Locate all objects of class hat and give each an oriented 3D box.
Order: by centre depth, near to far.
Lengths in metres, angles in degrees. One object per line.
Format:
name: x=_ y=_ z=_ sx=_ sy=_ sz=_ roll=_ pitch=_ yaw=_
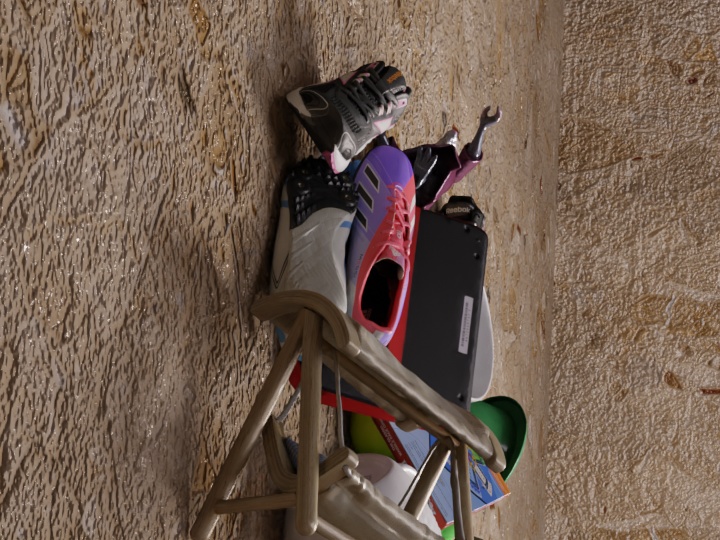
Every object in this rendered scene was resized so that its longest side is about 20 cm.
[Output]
hat: x=0.092 y=0.180 z=1.851 sx=0.175 sy=0.200 sz=0.167 roll=36 pitch=30 yaw=-27

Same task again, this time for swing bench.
swing bench: x=0.003 y=0.143 z=1.139 sx=0.198 sy=0.129 sz=0.202 roll=38 pitch=54 yaw=-37

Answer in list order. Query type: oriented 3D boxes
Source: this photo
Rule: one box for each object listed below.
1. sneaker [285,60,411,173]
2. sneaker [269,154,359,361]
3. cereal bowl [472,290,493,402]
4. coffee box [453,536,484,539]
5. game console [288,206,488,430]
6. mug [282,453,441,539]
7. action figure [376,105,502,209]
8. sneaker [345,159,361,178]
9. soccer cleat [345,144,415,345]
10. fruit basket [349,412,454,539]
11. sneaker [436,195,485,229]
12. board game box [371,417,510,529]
sneaker: x=-0.003 y=-0.147 z=1.315 sx=0.081 sy=0.086 sz=0.200 roll=53 pitch=13 yaw=-7
sneaker: x=-0.044 y=-0.015 z=1.273 sx=0.073 sy=0.071 sz=0.202 roll=126 pitch=-23 yaw=-45
cereal bowl: x=0.073 y=0.051 z=1.661 sx=0.200 sy=0.082 sz=0.202 roll=45 pitch=38 yaw=-51
coffee box: x=0.112 y=0.373 z=1.658 sx=0.200 sy=0.112 sz=0.081 roll=126 pitch=-19 yaw=-50
game console: x=0.025 y=0.032 z=1.347 sx=0.031 sy=0.175 sz=0.203 roll=-32 pitch=-135 yaw=59
mug: x=0.015 y=0.247 z=1.328 sx=0.200 sy=0.146 sz=0.178 roll=-39 pitch=119 yaw=-59
action figure: x=0.076 y=-0.098 z=1.598 sx=0.200 sy=0.132 sz=0.151 roll=-33 pitch=124 yaw=-71
sneaker: x=0.000 y=0.000 z=1.417 sx=0.083 sy=0.070 sz=0.202 roll=47 pitch=42 yaw=-63
soccer cleat: x=0.021 y=-0.021 z=1.302 sx=0.073 sy=0.068 sz=0.202 roll=-33 pitch=-140 yaw=59
fruit basket: x=0.051 y=0.192 z=1.537 sx=0.216 sy=0.154 sz=0.218 roll=19 pitch=90 yaw=-80
sneaker: x=0.120 y=-0.030 z=1.929 sx=0.201 sy=0.070 sz=0.099 roll=-70 pitch=158 yaw=-58
board game box: x=0.059 y=0.145 z=1.467 sx=0.102 sy=0.019 sz=0.201 roll=-15 pitch=69 yaw=-45
